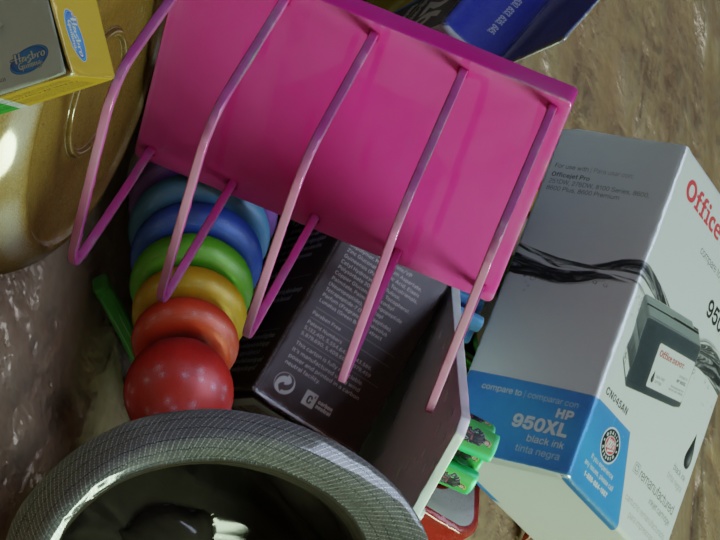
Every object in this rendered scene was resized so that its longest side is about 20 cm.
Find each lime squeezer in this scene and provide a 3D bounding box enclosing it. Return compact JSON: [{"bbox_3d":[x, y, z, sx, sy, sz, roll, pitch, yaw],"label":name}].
[{"bbox_3d":[-0.090,0.092,1.260,0.200,0.038,0.071,54,-1,-39],"label":"lime squeezer"}]

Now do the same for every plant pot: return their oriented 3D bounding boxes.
[{"bbox_3d":[-0.134,-0.088,1.119,0.200,0.027,0.200,20,90,-81],"label":"plant pot"}]

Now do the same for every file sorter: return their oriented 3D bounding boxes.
[{"bbox_3d":[-0.023,-0.039,1.126,0.126,0.200,0.139,-64,175,-47],"label":"file sorter"}]

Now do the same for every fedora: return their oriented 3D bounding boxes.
[{"bbox_3d":[-0.073,0.139,1.112,0.090,0.200,0.177,-126,-131,-68],"label":"fedora"}]

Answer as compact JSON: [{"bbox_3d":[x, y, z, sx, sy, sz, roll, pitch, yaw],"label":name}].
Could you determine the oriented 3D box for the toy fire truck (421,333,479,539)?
[{"bbox_3d":[0.022,0.065,1.447,0.168,0.112,0.200,32,42,-24],"label":"toy fire truck"}]

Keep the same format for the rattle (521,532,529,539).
[{"bbox_3d":[0.165,0.083,1.697,0.130,0.143,0.200,69,10,-64],"label":"rattle"}]

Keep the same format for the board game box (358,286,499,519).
[{"bbox_3d":[0.014,0.123,1.230,0.026,0.200,0.200,25,19,-9],"label":"board game box"}]

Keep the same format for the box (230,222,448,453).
[{"bbox_3d":[0.000,0.000,1.293,0.075,0.100,0.200,32,76,-16],"label":"box"}]

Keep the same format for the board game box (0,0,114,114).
[{"bbox_3d":[-0.199,-0.158,1.001,0.040,0.153,0.200,-8,84,-68],"label":"board game box"}]

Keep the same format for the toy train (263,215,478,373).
[{"bbox_3d":[-0.001,0.018,1.367,0.200,0.042,0.056,34,52,-9],"label":"toy train"}]

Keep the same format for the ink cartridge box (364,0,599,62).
[{"bbox_3d":[0.057,-0.143,1.260,0.047,0.200,0.198,54,39,-12],"label":"ink cartridge box"}]

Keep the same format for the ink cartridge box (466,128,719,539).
[{"bbox_3d":[0.138,0.043,1.306,0.145,0.084,0.200,45,61,-52],"label":"ink cartridge box"}]

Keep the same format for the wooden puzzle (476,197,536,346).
[{"bbox_3d":[0.115,0.005,1.427,0.200,0.046,0.186,42,33,-52],"label":"wooden puzzle"}]

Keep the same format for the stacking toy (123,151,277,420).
[{"bbox_3d":[-0.084,0.011,1.208,0.085,0.085,0.200,57,21,-36],"label":"stacking toy"}]
